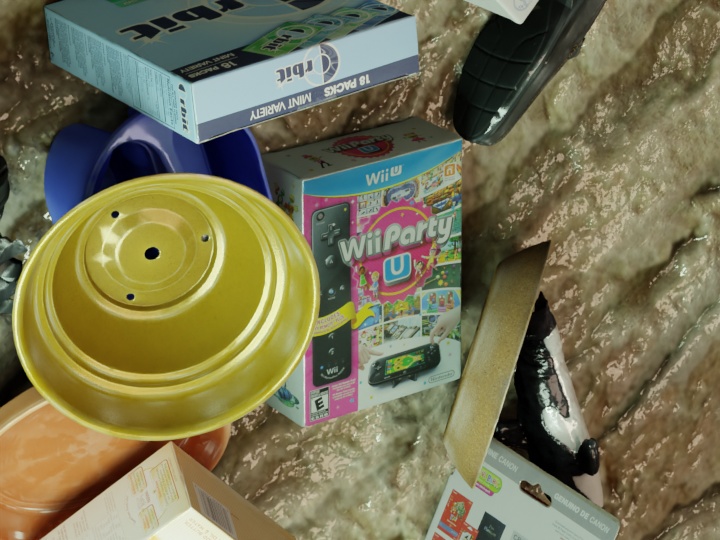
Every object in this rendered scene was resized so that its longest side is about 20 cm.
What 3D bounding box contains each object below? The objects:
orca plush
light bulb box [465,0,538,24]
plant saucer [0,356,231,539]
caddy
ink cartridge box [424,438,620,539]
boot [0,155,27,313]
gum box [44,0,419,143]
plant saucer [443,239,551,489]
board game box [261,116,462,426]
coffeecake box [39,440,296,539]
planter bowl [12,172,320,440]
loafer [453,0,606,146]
[{"bbox_3d":[0.141,0.120,1.973,0.071,0.105,0.200,-20,134,-7],"label":"orca plush"},{"bbox_3d":[0.076,-0.302,1.679,0.200,0.198,0.125,-54,132,-6],"label":"light bulb box"},{"bbox_3d":[-0.189,0.125,1.730,0.200,0.032,0.201,-18,146,-12],"label":"plant saucer"},{"bbox_3d":[-0.131,-0.031,1.704,0.141,0.105,0.201,-31,124,-23],"label":"caddy"},{"bbox_3d":[0.142,0.243,1.957,0.084,0.200,0.176,13,103,-39],"label":"ink cartridge box"},{"bbox_3d":[-0.290,-0.052,1.577,0.073,0.198,0.163,-35,157,-29],"label":"boot"},{"bbox_3d":[-0.087,-0.152,1.624,0.169,0.200,0.045,-19,119,-28],"label":"gum box"},{"bbox_3d":[0.100,0.067,1.896,0.035,0.200,0.201,17,101,3],"label":"plant saucer"},{"bbox_3d":[0.000,0.000,1.842,0.147,0.064,0.201,-16,118,-31],"label":"board game box"},{"bbox_3d":[-0.158,0.238,1.775,0.200,0.073,0.153,-37,131,13],"label":"coffeecake box"},{"bbox_3d":[-0.131,0.006,1.616,0.200,0.084,0.201,-6,122,-10],"label":"planter bowl"},{"bbox_3d":[0.142,-0.176,1.867,0.072,0.073,0.200,32,90,-45],"label":"loafer"}]
